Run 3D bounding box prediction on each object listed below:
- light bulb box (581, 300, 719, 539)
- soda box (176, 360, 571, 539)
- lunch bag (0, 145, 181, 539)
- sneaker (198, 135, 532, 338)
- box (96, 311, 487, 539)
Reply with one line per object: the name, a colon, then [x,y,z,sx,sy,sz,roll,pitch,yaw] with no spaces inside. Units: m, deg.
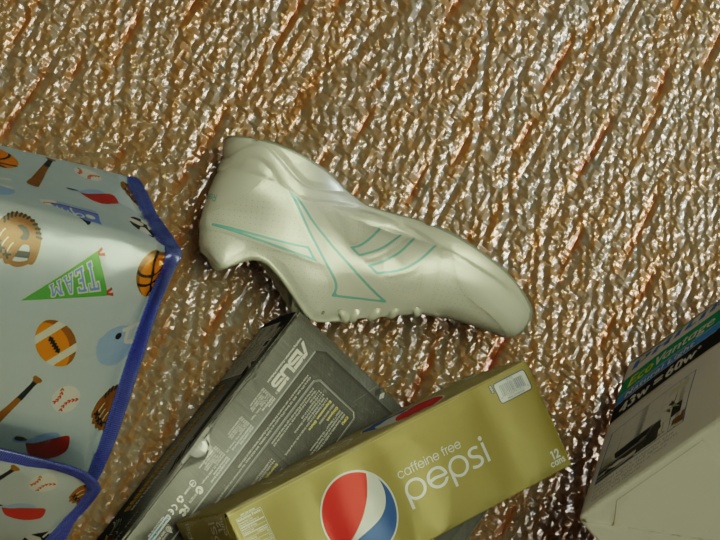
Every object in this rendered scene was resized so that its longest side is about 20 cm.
light bulb box: [0.240,0.130,1.538,0.198,0.125,0.200,49,25,-10]
soda box: [0.008,0.118,1.466,0.200,0.068,0.064,-24,92,-28]
lunch bag: [-0.203,0.044,1.392,0.170,0.124,0.200,15,110,-23]
sneaker: [0.000,0.000,1.547,0.200,0.070,0.080,25,79,-13]
box: [-0.042,0.147,1.501,0.158,0.048,0.200,43,65,-14]
